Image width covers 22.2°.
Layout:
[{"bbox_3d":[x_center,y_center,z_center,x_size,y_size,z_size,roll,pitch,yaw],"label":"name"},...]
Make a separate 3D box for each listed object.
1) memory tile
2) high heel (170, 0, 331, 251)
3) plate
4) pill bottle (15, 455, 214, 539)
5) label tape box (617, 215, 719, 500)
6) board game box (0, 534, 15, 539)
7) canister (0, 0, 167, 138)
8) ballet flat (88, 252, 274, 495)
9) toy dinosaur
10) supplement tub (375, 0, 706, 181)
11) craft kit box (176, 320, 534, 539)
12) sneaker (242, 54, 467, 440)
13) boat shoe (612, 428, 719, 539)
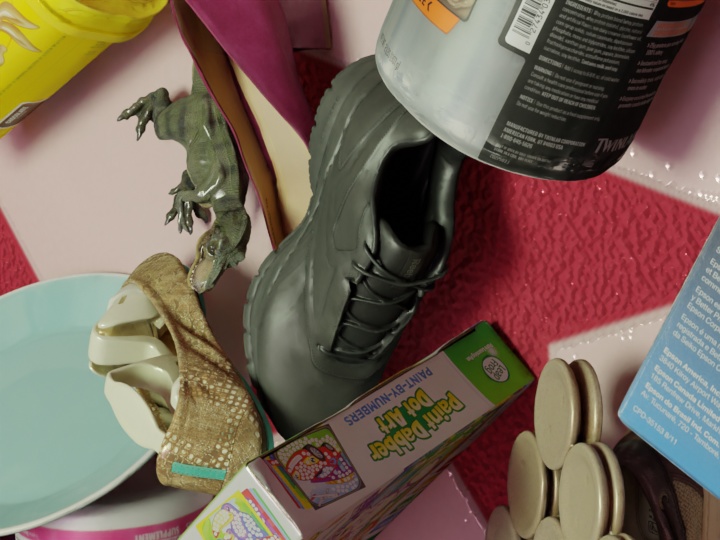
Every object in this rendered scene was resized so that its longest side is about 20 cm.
[{"bbox_3d":[0.085,0.153,0.830,0.154,0.017,0.201,-103,20,-46],"label":"memory tile"},{"bbox_3d":[-0.050,-0.052,0.929,0.067,0.096,0.201,-11,91,42],"label":"high heel"},{"bbox_3d":[-0.180,0.077,1.032,0.199,0.200,0.026,19,143,39],"label":"plate"},{"bbox_3d":[-0.135,0.216,1.050,0.113,0.113,0.201,6,103,42],"label":"pill bottle"},{"bbox_3d":[0.208,0.017,0.729,0.143,0.066,0.201,40,120,29],"label":"label tape box"},{"bbox_3d":[-0.203,0.207,1.089,0.201,0.039,0.159,75,-170,-48],"label":"board game box"},{"bbox_3d":[-0.202,-0.164,1.045,0.200,0.086,0.149,-30,65,44],"label":"canister"},{"bbox_3d":[-0.104,0.046,0.946,0.200,0.065,0.071,-131,48,-56],"label":"ballet flat"},{"bbox_3d":[-0.092,-0.074,0.996,0.088,0.047,0.201,-37,57,54],"label":"toy dinosaur"},{"bbox_3d":[0.094,-0.148,0.760,0.122,0.122,0.201,42,123,29],"label":"supplement tub"},{"bbox_3d":[-0.032,0.125,0.879,0.049,0.197,0.200,51,129,13],"label":"craft kit box"},{"bbox_3d":[0.000,0.000,0.881,0.091,0.075,0.201,41,121,58],"label":"sneaker"},{"bbox_3d":[0.124,0.167,0.834,0.071,0.066,0.202,10,105,41],"label":"boat shoe"}]
